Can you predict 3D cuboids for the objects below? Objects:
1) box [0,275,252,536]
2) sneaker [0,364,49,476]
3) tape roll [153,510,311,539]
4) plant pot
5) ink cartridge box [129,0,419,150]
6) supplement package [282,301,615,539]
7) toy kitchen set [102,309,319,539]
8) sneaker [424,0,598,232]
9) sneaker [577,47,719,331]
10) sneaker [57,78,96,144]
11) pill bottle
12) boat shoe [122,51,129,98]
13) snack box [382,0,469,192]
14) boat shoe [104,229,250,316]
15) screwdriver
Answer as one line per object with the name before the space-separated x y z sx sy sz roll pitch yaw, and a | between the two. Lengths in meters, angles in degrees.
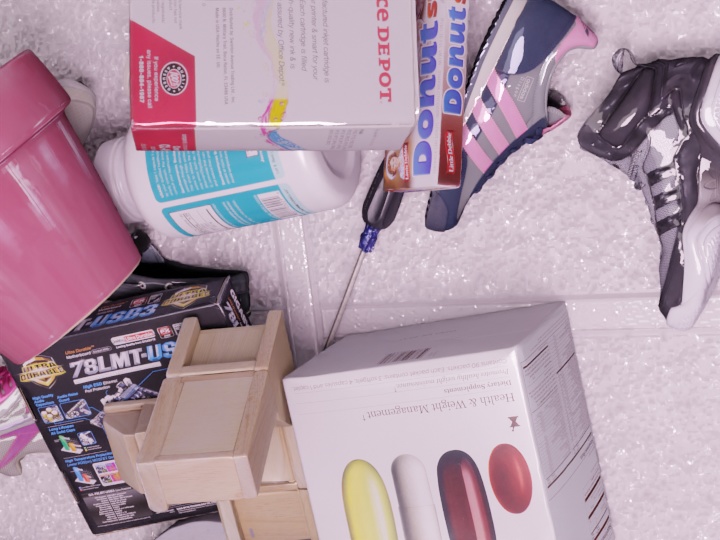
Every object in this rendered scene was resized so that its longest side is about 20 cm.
box | -0.166 0.115 1.294 0.199 0.050 0.199 -13 118 15
sneaker | -0.269 0.104 1.372 0.200 0.081 0.088 -37 114 16
tape roll | -0.101 0.298 1.354 0.199 0.066 0.201 6 105 21
plant pot | -0.271 -0.037 1.192 0.200 0.200 0.179 -33 103 25
ink cartridge box | -0.064 -0.162 1.116 0.199 0.086 0.148 0 81 -7
supplement package | 0.071 0.148 1.203 0.190 0.147 0.201 -10 98 24
toy kitchen set | -0.129 0.165 1.186 0.162 0.181 0.201 -6 121 10
sneaker | 0.109 -0.106 1.170 0.082 0.070 0.201 21 119 -1
sneaker | 0.212 -0.062 1.136 0.113 0.075 0.201 11 101 20
sneaker | -0.275 -0.067 1.311 0.200 0.075 0.081 -54 46 16
pill bottle | -0.108 -0.087 1.237 0.199 0.111 0.111 -9 99 23
boat shoe | -0.101 -0.196 1.197 0.200 0.072 0.060 -48 54 1
snack box | 0.049 -0.159 1.156 0.072 0.024 0.201 -1 86 57
boat shoe | -0.181 0.001 1.309 0.199 0.074 0.066 18 107 16
screwdriver | 0.000 0.000 1.258 0.029 0.028 0.201 33 113 42
